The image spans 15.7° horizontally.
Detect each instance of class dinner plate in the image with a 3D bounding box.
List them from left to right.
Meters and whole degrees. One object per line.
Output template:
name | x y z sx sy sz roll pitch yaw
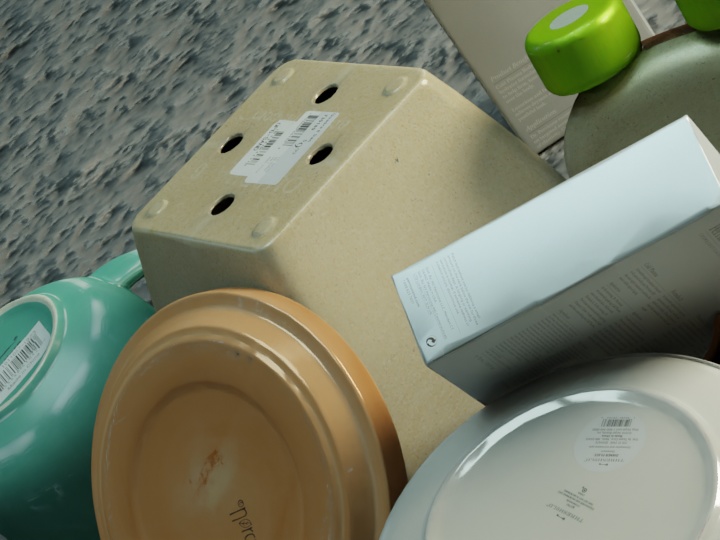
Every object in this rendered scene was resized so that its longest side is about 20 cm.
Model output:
dinner plate | 0.092 0.106 1.095 0.199 0.024 0.201 -17 40 15

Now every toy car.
toy car | 0.190 -0.107 1.352 0.157 0.165 0.200 -23 21 23

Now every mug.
mug | -0.162 0.068 1.477 0.151 0.114 0.186 -22 41 34

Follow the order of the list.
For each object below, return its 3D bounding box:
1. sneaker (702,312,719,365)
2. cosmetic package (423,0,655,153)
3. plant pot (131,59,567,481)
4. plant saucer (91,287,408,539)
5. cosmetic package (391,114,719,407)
sneaker | 0.140 0.100 1.157 0.073 0.085 0.200 -5 42 42
cosmetic package | 0.085 -0.180 1.525 0.106 0.200 0.090 -32 28 5
plant pot | 0.000 0.000 1.369 0.200 0.177 0.200 -47 29 -21
plant saucer | -0.061 0.110 1.269 0.199 0.202 0.032 -9 0 41
cosmetic package | 0.120 0.013 1.202 0.150 0.200 0.052 -27 66 13
